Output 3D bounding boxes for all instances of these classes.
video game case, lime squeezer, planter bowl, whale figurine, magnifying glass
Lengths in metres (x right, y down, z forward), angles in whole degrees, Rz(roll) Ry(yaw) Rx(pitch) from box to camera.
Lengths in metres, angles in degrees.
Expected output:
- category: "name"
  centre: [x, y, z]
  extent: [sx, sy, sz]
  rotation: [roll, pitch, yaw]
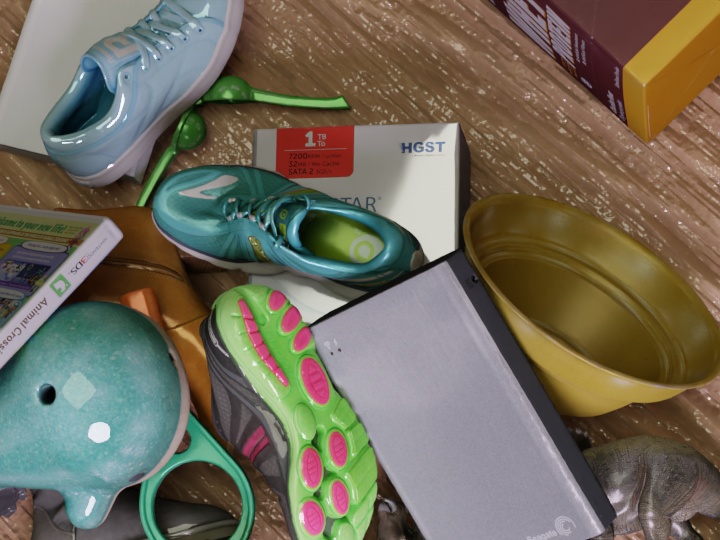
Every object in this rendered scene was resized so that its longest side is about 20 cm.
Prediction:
- category: "video game case"
  centre: [-0.273, 0.027, 1.084]
  extent: [0.182, 0.022, 0.200]
  rotation: [-50, 29, -21]
- category: "lime squeezer"
  centre: [-0.112, -0.106, 1.210]
  extent: [0.200, 0.038, 0.071]
  rotation: [-31, 104, 2]
- category: "planter bowl"
  centre: [0.142, 0.040, 1.069]
  extent: [0.200, 0.200, 0.083]
  rotation: [39, 120, 17]
- category: "whale figurine"
  centre: [-0.215, 0.100, 1.045]
  extent: [0.200, 0.104, 0.159]
  rotation: [-25, 77, 14]
- category: "magnifying glass"
  centre: [-0.129, 0.110, 1.088]
  extent: [0.080, 0.022, 0.200]
  rotation: [-17, 84, 2]

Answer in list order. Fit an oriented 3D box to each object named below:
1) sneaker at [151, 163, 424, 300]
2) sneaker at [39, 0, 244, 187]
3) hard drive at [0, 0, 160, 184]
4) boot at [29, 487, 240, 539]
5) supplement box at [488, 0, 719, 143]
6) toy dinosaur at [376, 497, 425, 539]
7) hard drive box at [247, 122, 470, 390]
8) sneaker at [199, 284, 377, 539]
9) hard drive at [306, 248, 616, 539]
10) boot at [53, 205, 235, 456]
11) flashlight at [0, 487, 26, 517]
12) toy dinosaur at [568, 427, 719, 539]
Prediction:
- category: "sneaker"
  centre: [-0.052, -0.035, 1.072]
  extent: [0.200, 0.080, 0.078]
  rotation: [13, 81, 14]
- category: "sneaker"
  centre: [-0.164, -0.154, 1.169]
  extent: [0.074, 0.082, 0.200]
  rotation: [32, 85, 25]
- category: "hard drive"
  centre: [-0.208, -0.179, 1.244]
  extent: [0.132, 0.027, 0.200]
  rotation: [14, 81, 14]
- category: "boot"
  centre: [-0.184, 0.124, 1.156]
  extent: [0.182, 0.073, 0.200]
  rotation: [-11, 69, 7]
- category: "supplement box"
  centre: [0.201, -0.241, 1.120]
  extent: [0.197, 0.133, 0.200]
  rotation: [-44, 73, 0]
- category: "toy dinosaur"
  centre: [0.004, 0.259, 1.072]
  extent: [0.077, 0.102, 0.200]
  rotation: [19, 98, 57]
- category: "hard drive box"
  centre: [0.000, 0.000, 1.135]
  extent: [0.156, 0.077, 0.200]
  rotation: [-2, 77, 10]
- category: "sneaker"
  centre: [-0.051, 0.106, 1.054]
  extent: [0.077, 0.084, 0.200]
  rotation: [-20, 91, -34]
- category: "hard drive"
  centre: [0.063, 0.098, 1.022]
  extent: [0.140, 0.033, 0.200]
  rotation: [-27, 96, 42]
- category: "boot"
  centre: [-0.162, 0.047, 1.137]
  extent: [0.144, 0.071, 0.201]
  rotation: [-1, 65, -15]
- category: "flashlight"
  centre: [-0.310, 0.098, 1.166]
  extent: [0.068, 0.068, 0.200]
  rotation: [-29, 65, 3]
- category: "toy dinosaur"
  centre: [0.187, 0.153, 1.055]
  extent: [0.200, 0.077, 0.102]
  rotation: [-1, 91, 15]
